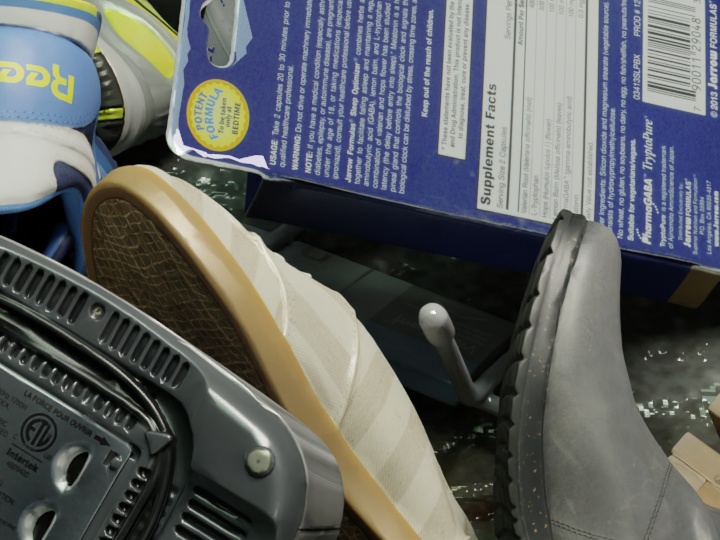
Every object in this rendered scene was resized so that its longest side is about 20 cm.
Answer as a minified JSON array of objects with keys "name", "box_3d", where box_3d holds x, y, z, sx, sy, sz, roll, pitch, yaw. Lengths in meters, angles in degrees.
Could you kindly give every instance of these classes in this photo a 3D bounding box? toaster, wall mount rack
[{"name":"toaster","box_3d":[-0.096,0.060,0.836,0.199,0.129,0.114,29,88,14]},{"name":"wall mount rack","box_3d":[0.000,0.000,1.009,0.199,0.075,0.174,21,25,18]}]

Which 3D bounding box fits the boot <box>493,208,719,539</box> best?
[{"name":"boot","box_3d":[0.108,0.084,0.898,0.131,0.070,0.202,5,80,0]}]

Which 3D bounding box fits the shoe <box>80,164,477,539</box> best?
[{"name":"shoe","box_3d":[-0.022,0.047,0.920,0.201,0.070,0.053,56,45,-6]}]

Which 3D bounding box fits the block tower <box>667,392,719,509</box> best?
[{"name":"block tower","box_3d":[0.181,0.027,0.969,0.058,0.054,0.200,36,79,31]}]

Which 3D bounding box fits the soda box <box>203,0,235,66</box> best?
[{"name":"soda box","box_3d":[0.026,-0.095,1.095,0.063,0.069,0.199,28,19,36]}]

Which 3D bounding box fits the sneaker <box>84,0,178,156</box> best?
[{"name":"sneaker","box_3d":[-0.139,-0.112,1.167,0.076,0.076,0.200,-10,46,-42]}]

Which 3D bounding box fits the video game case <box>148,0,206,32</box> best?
[{"name":"video game case","box_3d":[-0.019,-0.159,1.269,0.142,0.018,0.200,15,40,11]}]

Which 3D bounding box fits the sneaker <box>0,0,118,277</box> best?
[{"name":"sneaker","box_3d":[-0.123,-0.022,0.967,0.073,0.200,0.083,0,66,0]}]

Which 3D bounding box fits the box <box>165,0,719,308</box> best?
[{"name":"box","box_3d":[0.031,-0.064,0.963,0.199,0.032,0.122,12,59,-13]}]
